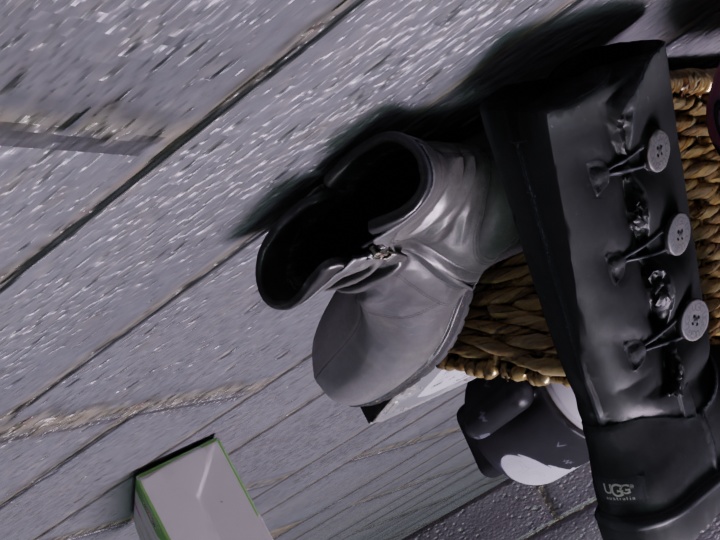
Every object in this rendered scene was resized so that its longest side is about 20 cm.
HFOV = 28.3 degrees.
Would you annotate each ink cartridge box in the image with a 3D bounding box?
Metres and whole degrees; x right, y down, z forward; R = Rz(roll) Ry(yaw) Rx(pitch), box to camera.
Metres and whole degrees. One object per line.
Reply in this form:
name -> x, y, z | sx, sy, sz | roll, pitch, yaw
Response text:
ink cartridge box -> -0.113, 0.207, 1.049 | 0.067, 0.118, 0.200 | -26, 167, -18

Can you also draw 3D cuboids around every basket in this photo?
basket -> 0.124, -0.032, 0.752 | 0.142, 0.150, 0.199 | 5, -167, 43

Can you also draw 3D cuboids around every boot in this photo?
boot -> 0.000, 0.000, 0.645 | 0.131, 0.070, 0.200 | -10, 147, -45
boot -> 0.134, -0.004, 0.624 | 0.065, 0.201, 0.165 | -8, -163, 40

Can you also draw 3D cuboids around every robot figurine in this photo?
robot figurine -> 0.168, 0.106, 1.226 | 0.200, 0.125, 0.151 | -42, -164, 46

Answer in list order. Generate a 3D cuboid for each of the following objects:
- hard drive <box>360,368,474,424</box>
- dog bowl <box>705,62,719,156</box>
hard drive -> 0.079, 0.044, 0.998 | 0.139, 0.038, 0.200 | -22, 166, -21
dog bowl -> 0.230, -0.095, 0.603 | 0.199, 0.074, 0.201 | -33, 152, -20
